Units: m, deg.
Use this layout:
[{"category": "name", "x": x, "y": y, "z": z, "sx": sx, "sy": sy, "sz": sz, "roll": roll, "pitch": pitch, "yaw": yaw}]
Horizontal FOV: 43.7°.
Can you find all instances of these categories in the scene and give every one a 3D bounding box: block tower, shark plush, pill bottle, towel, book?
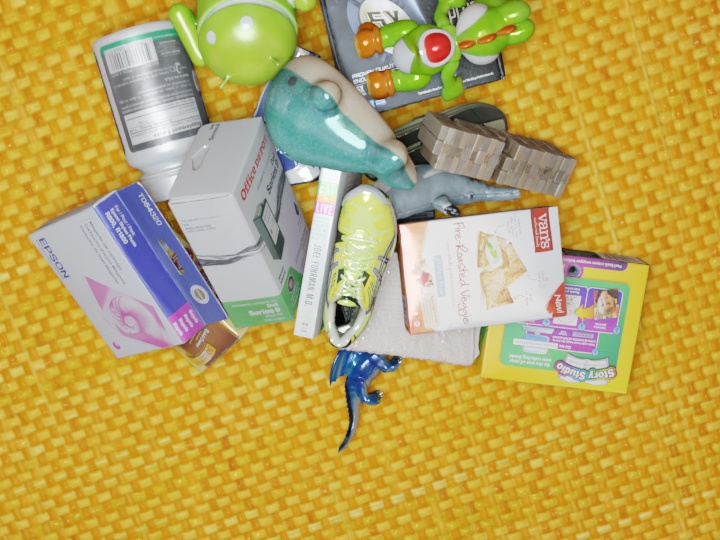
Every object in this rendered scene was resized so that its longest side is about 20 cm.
[{"category": "block tower", "x": 0.166, "y": -0.142, "z": 1.103, "sx": 0.197, "sy": 0.058, "sz": 0.055, "roll": 11, "pitch": 116, "yaw": -25}, {"category": "shark plush", "x": 0.096, "y": -0.082, "z": 1.101, "sx": 0.197, "sy": 0.084, "sz": 0.092, "roll": 9, "pitch": 120, "yaw": -20}, {"category": "pill bottle", "x": -0.245, "y": -0.192, "z": 1.096, "sx": 0.111, "sy": 0.113, "sz": 0.203, "roll": -14, "pitch": 101, "yaw": 2}, {"category": "towel", "x": 0.069, "y": 0.048, "z": 1.149, "sx": 0.197, "sy": 0.034, "sz": 0.135, "roll": 8, "pitch": 89, "yaw": -20}, {"category": "book", "x": -0.045, "y": -0.030, "z": 1.117, "sx": 0.047, "sy": 0.134, "sz": 0.203, "roll": 11, "pitch": 101, "yaw": 5}]

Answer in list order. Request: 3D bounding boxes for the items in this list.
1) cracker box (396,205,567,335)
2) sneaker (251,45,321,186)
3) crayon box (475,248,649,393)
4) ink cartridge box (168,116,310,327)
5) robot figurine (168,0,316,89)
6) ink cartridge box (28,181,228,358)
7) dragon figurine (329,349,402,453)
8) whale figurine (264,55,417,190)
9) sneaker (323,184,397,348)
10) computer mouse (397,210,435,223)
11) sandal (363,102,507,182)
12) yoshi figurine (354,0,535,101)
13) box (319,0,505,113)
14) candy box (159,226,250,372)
[{"category": "cracker box", "x": 0.147, "y": -0.002, "z": 1.101, "sx": 0.197, "sy": 0.058, "sz": 0.136, "roll": -7, "pitch": 94, "yaw": -3}, {"category": "sneaker", "x": -0.084, "y": -0.173, "z": 1.126, "sx": 0.114, "sy": 0.081, "sz": 0.201, "roll": 28, "pitch": 106, "yaw": -9}, {"category": "crayon box", "x": 0.262, "y": 0.061, "z": 1.177, "sx": 0.197, "sy": 0.058, "sz": 0.175, "roll": 7, "pitch": 101, "yaw": -2}, {"category": "ink cartridge box", "x": -0.134, "y": -0.056, "z": 1.060, "sx": 0.083, "sy": 0.147, "sz": 0.201, "roll": -6, "pitch": 134, "yaw": 17}, {"category": "robot figurine", "x": -0.132, "y": -0.302, "z": 1.041, "sx": 0.173, "sy": 0.116, "sz": 0.203, "roll": -19, "pitch": 60, "yaw": 22}, {"category": "ink cartridge box", "x": -0.283, "y": 0.008, "z": 1.086, "sx": 0.198, "sy": 0.043, "sz": 0.198, "roll": -15, "pitch": 114, "yaw": 40}, {"category": "dragon figurine", "x": -0.010, "y": 0.130, "z": 1.185, "sx": 0.099, "sy": 0.059, "sz": 0.202, "roll": 28, "pitch": 95, "yaw": -4}, {"category": "whale figurine", "x": -0.028, "y": -0.148, "z": 0.998, "sx": 0.104, "sy": 0.159, "sz": 0.200, "roll": -46, "pitch": 66, "yaw": -4}, {"category": "sneaker", "x": 0.000, "y": 0.000, "z": 1.035, "sx": 0.074, "sy": 0.077, "sz": 0.203, "roll": 8, "pitch": 118, "yaw": 1}, {"category": "computer mouse", "x": 0.063, "y": -0.030, "z": 1.176, "sx": 0.058, "sy": 0.034, "sz": 0.203, "roll": -2, "pitch": 106, "yaw": -17}, {"category": "sandal", "x": 0.089, "y": -0.169, "z": 1.128, "sx": 0.198, "sy": 0.058, "sz": 0.081, "roll": -13, "pitch": 125, "yaw": -5}, {"category": "yoshi figurine", "x": 0.100, "y": -0.262, "z": 1.024, "sx": 0.197, "sy": 0.113, "sz": 0.114, "roll": -12, "pitch": 61, "yaw": 16}, {"category": "box", "x": 0.061, "y": -0.289, "z": 1.096, "sx": 0.197, "sy": 0.086, "sz": 0.166, "roll": -14, "pitch": 100, "yaw": 2}, {"category": "candy box", "x": -0.236, "y": 0.026, "z": 1.138, "sx": 0.200, "sy": 0.057, "sz": 0.116, "roll": 43, "pitch": 135, "yaw": -8}]
